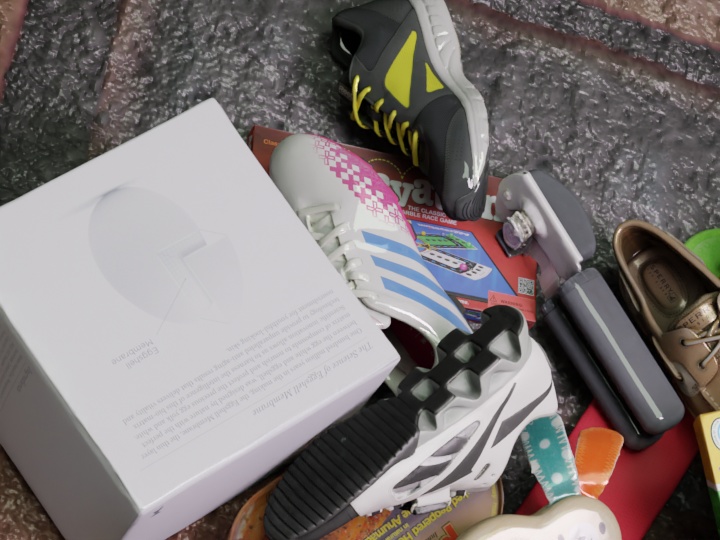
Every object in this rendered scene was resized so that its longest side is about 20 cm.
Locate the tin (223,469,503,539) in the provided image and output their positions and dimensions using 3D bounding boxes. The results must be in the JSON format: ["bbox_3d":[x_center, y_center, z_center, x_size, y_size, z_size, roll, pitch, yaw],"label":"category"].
[{"bbox_3d":[0.001,0.161,1.699,0.200,0.042,0.112,-33,75,-31],"label":"tin"}]

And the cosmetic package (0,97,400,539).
[{"bbox_3d":[-0.122,0.041,1.664,0.199,0.123,0.200,-29,75,-30],"label":"cosmetic package"}]

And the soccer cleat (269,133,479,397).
[{"bbox_3d":[0.000,0.000,1.729,0.200,0.070,0.086,52,37,10],"label":"soccer cleat"}]

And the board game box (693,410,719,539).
[{"bbox_3d":[0.316,0.142,1.689,0.199,0.040,0.154,-13,78,-1],"label":"board game box"}]

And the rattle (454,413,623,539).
[{"bbox_3d":[0.122,0.174,1.651,0.130,0.143,0.201,33,77,2],"label":"rattle"}]

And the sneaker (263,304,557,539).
[{"bbox_3d":[0.037,0.116,1.662,0.200,0.074,0.089,-36,122,-5],"label":"sneaker"}]

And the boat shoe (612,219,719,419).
[{"bbox_3d":[0.220,0.046,1.780,0.071,0.065,0.200,-38,52,-2],"label":"boat shoe"}]

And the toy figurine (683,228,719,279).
[{"bbox_3d":[0.320,0.008,1.806,0.200,0.184,0.150,41,58,5],"label":"toy figurine"}]

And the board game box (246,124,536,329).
[{"bbox_3d":[0.020,-0.027,1.812,0.199,0.019,0.103,11,60,-15],"label":"board game box"}]

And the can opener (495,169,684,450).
[{"bbox_3d":[0.149,0.018,1.795,0.066,0.053,0.201,-20,73,-29],"label":"can opener"}]

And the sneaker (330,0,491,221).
[{"bbox_3d":[0.031,-0.102,1.819,0.084,0.075,0.201,-7,45,-10],"label":"sneaker"}]

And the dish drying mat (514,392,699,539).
[{"bbox_3d":[0.150,0.146,1.772,0.077,0.018,0.200,38,57,1],"label":"dish drying mat"}]
